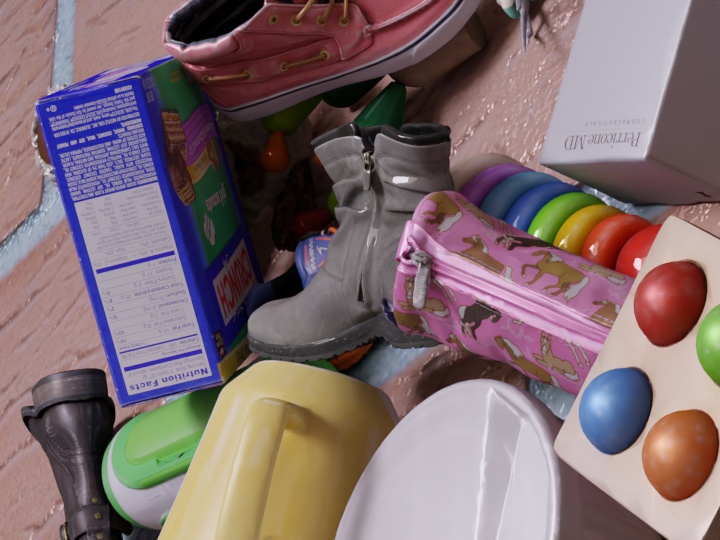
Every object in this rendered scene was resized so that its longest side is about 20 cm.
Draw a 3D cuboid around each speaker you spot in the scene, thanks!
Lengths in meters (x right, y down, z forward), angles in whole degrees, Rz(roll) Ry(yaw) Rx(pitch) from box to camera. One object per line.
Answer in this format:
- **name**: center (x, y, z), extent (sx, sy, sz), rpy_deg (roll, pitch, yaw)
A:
- **speaker**: center (-0.090, 0.114, 1.563), extent (0.200, 0.088, 0.089), rpy_deg (-26, 49, 49)

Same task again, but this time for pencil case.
- **pencil case**: center (0.109, 0.028, 1.216), extent (0.200, 0.087, 0.083), rpy_deg (24, 135, 29)

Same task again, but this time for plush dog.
- **plush dog**: center (-0.106, -0.074, 1.680), extent (0.172, 0.160, 0.200), rpy_deg (-29, 90, 31)

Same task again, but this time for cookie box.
- **cookie box**: center (-0.128, -0.031, 1.535), extent (0.171, 0.075, 0.200), rpy_deg (-52, -52, -76)

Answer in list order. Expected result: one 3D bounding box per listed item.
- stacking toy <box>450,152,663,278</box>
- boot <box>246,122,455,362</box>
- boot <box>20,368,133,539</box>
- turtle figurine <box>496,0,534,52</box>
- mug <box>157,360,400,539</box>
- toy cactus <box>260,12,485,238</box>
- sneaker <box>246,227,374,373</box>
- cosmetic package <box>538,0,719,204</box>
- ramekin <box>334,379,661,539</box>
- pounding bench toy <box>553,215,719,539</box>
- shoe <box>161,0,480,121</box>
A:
- **stacking toy**: center (0.123, -0.009, 1.319), extent (0.200, 0.085, 0.085), rpy_deg (19, 87, 53)
- **boot**: center (-0.002, -0.020, 1.374), extent (0.200, 0.068, 0.131), rpy_deg (-10, 98, 48)
- **boot**: center (-0.198, 0.172, 1.703), extent (0.200, 0.069, 0.174), rpy_deg (106, 154, -74)
- **turtle figurine**: center (0.108, -0.242, 1.472), extent (0.150, 0.101, 0.200), rpy_deg (-41, 33, 38)
- **mug**: center (-0.034, 0.135, 1.384), extent (0.187, 0.149, 0.153), rpy_deg (-17, 56, 66)
- **toy cactus**: center (0.011, -0.124, 1.576), extent (0.165, 0.102, 0.200), rpy_deg (-21, 49, 29)
- **sneaker**: center (0.000, 0.000, 1.498), extent (0.200, 0.078, 0.075), rpy_deg (-43, 39, 37)
- **cosmetic package**: center (0.178, -0.141, 1.309), extent (0.101, 0.071, 0.200), rpy_deg (1, 72, 58)
- **ramekin**: center (0.074, 0.165, 1.254), extent (0.202, 0.094, 0.203), rpy_deg (-38, 41, 42)
- **pounding bench toy**: center (0.203, 0.078, 1.037), extent (0.124, 0.156, 0.200), rpy_deg (-64, 30, 6)
- **shoe**: center (-0.025, -0.165, 1.512), extent (0.200, 0.091, 0.072), rpy_deg (-23, 57, 16)
